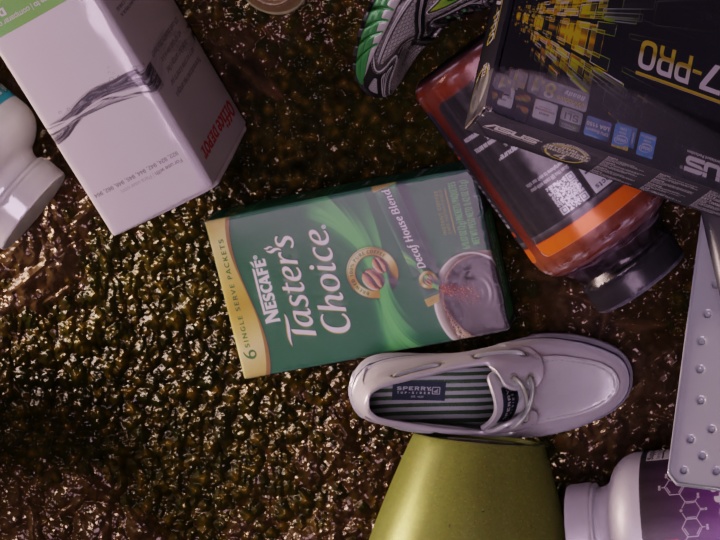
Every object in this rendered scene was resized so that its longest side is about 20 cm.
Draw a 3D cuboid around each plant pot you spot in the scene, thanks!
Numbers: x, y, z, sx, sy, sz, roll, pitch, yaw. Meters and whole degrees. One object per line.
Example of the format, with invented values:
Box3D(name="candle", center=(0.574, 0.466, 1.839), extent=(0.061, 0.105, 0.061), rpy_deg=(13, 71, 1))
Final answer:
Box3D(name="plant pot", center=(0.075, 0.216, 1.696), extent=(0.186, 0.187, 0.201), rpy_deg=(5, 90, 11))

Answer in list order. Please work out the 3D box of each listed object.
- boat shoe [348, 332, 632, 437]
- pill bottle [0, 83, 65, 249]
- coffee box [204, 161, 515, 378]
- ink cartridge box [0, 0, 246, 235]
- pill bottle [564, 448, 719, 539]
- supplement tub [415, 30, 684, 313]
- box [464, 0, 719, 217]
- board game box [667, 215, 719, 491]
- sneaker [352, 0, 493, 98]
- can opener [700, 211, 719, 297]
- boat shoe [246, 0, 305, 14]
Box3D(name="boat shoe", center=(0.093, 0.089, 1.679), extent=(0.199, 0.067, 0.074), rpy_deg=(-7, 103, -4))
Box3D(name="pill bottle", center=(-0.306, -0.104, 1.716), extent=(0.200, 0.111, 0.111), rpy_deg=(40, 108, 0))
Box3D(name="coffee box", center=(0.000, 0.000, 1.712), extent=(0.199, 0.044, 0.124), rpy_deg=(-9, 102, 14))
Box3D(name="ink cartridge box", center=(-0.169, -0.144, 1.645), extent=(0.084, 0.146, 0.200), rpy_deg=(-26, 106, 16))
Box3D(name="pill bottle", center=(0.244, 0.175, 1.668), extent=(0.199, 0.112, 0.113), rpy_deg=(-8, 102, 13))
Box3D(name="supplement tub", center=(0.132, -0.071, 1.634), extent=(0.107, 0.107, 0.200), rpy_deg=(-34, 95, 17))
Box3D(name="box", center=(0.178, -0.137, 1.570), extent=(0.199, 0.049, 0.162), rpy_deg=(19, 72, -11))
Box3D(name="board game box", center=(0.314, 0.061, 1.617), extent=(0.199, 0.026, 0.201), rpy_deg=(7, 70, 10))
Box3D(name="sneaker", center=(0.065, -0.193, 1.632), extent=(0.085, 0.078, 0.200), rpy_deg=(38, 108, 0))
Box3D(name="can opener", center=(0.255, -0.035, 1.605), extent=(0.066, 0.053, 0.201), rpy_deg=(-13, 74, 24))
Box3D(name="boat shoe", center=(-0.048, -0.270, 1.644), extent=(0.073, 0.063, 0.201), rpy_deg=(18, 107, 7))
